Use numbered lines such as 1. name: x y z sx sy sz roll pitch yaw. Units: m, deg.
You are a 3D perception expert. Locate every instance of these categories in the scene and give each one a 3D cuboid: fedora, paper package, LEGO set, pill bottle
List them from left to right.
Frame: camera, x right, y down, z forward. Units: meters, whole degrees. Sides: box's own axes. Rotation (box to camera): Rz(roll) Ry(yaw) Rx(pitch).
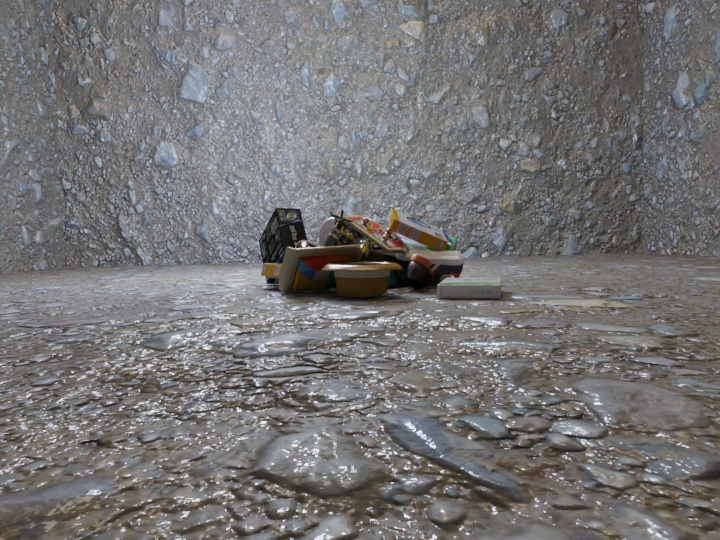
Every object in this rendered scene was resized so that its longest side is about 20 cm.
1. LEGO set: -0.039 -0.068 1.437 0.152 0.117 0.201 26 -39 3
2. pill bottle: -0.030 -0.111 1.607 0.112 0.116 0.199 1 8 30
3. fedora: 0.004 0.022 1.259 0.197 0.083 0.201 -1 3 0
4. paper package: 0.085 -0.017 1.712 0.197 0.105 0.190 -3 3 -22

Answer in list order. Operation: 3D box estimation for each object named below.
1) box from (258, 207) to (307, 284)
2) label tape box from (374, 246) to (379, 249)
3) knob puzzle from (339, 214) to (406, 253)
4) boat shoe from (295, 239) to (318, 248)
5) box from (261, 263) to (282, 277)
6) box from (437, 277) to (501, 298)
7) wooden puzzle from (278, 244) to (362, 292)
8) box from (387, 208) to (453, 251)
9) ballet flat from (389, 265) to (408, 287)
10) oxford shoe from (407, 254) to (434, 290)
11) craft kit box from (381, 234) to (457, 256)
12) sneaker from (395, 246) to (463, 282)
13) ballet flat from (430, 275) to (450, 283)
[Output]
1. box: -0.244 -0.074 1.651 0.085 0.166 0.200 -2 -28 -29
2. label tape box: 0.058 -0.101 1.805 0.197 0.067 0.143 -8 -5 25
3. knob puzzle: 0.059 -0.114 1.502 0.218 0.031 0.220 26 18 -9
4. boat shoe: -0.108 -0.013 1.543 0.199 0.071 0.070 34 4 -25
5. box: -0.202 0.012 1.513 0.118 0.042 0.199 17 -6 -36
6. box: 0.267 0.041 1.260 0.142 0.037 0.200 0 2 16
7. wooden puzzle: -0.106 0.003 1.361 0.197 0.038 0.186 -1 -35 -18
8. box: 0.178 -0.116 1.554 0.198 0.042 0.119 24 20 -9
9. ballet flat: 0.091 0.023 1.528 0.198 0.068 0.064 -4 -23 -45
10. oxford shoe: 0.153 0.018 1.416 0.070 0.073 0.200 23 -10 18
11. craft kit box: 0.188 -0.078 1.626 0.197 0.049 0.198 13 25 17
12. sneaker: 0.196 -0.013 1.494 0.197 0.086 0.075 9 32 23
13. ballet flat: 0.249 0.006 1.613 0.062 0.070 0.200 16 9 12
